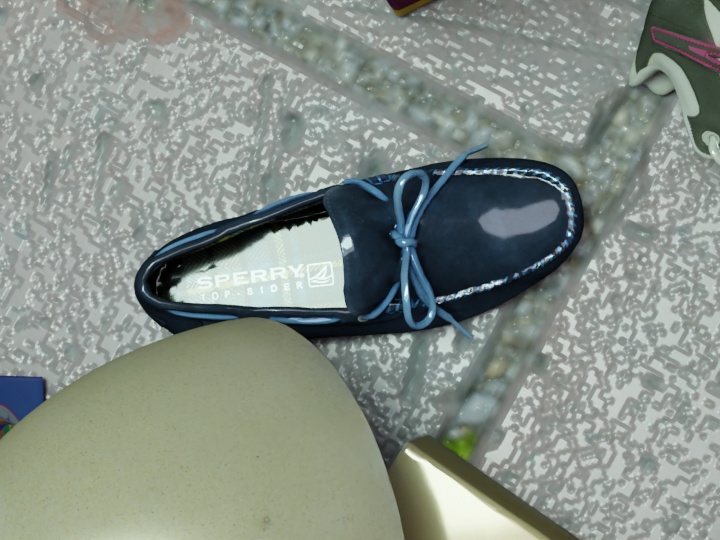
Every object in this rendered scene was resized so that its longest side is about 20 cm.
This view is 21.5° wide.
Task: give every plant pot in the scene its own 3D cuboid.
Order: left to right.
[{"bbox_3d":[-0.090,0.125,0.742,0.134,0.200,0.201,-7,83,-33],"label":"plant pot"}]

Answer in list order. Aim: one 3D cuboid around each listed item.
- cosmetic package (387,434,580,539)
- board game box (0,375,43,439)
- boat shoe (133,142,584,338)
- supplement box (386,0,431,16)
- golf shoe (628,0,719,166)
[{"bbox_3d":[0.077,0.167,0.797,0.200,0.071,0.105,33,92,10],"label":"cosmetic package"},{"bbox_3d":[-0.187,0.110,0.777,0.045,0.200,0.135,-2,85,12],"label":"board game box"},{"bbox_3d":[0.000,0.000,0.822,0.199,0.069,0.084,-18,84,7],"label":"boat shoe"},{"bbox_3d":[0.020,-0.198,0.766,0.103,0.200,0.131,-25,84,7],"label":"supplement box"},{"bbox_3d":[0.187,-0.066,0.770,0.088,0.077,0.200,-58,42,21],"label":"golf shoe"}]
